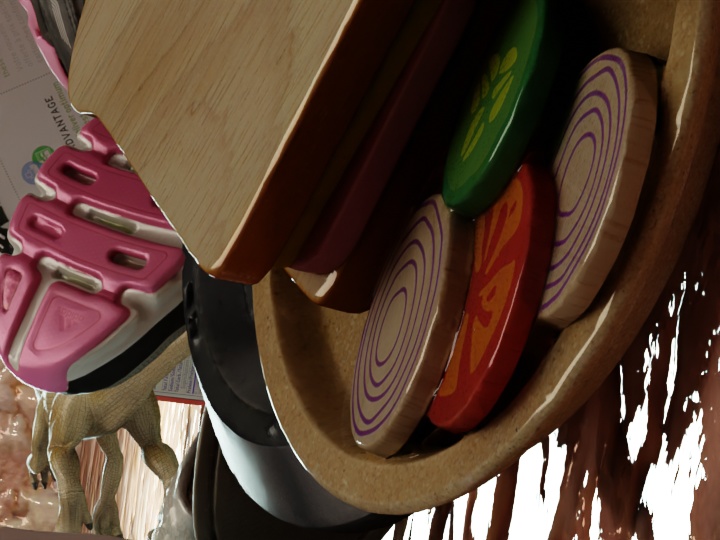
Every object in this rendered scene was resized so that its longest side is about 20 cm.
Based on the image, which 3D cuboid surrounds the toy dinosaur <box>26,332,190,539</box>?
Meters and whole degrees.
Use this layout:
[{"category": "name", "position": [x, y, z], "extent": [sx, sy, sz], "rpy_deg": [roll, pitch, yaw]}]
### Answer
[{"category": "toy dinosaur", "position": [-0.093, 0.049, 0.998], "extent": [0.200, 0.058, 0.101], "rpy_deg": [-14, 82, 63]}]

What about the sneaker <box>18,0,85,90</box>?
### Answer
[{"category": "sneaker", "position": [-0.034, -0.127, 0.709], "extent": [0.095, 0.079, 0.200], "rpy_deg": [28, 112, 53]}]

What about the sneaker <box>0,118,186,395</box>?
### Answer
[{"category": "sneaker", "position": [-0.042, -0.027, 0.902], "extent": [0.200, 0.074, 0.087], "rpy_deg": [-56, -33, -26]}]

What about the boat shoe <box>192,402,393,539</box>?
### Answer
[{"category": "boat shoe", "position": [0.000, 0.000, 0.832], "extent": [0.068, 0.072, 0.200], "rpy_deg": [-121, 50, -77]}]

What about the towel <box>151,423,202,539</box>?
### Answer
[{"category": "towel", "position": [-0.037, 0.076, 0.958], "extent": [0.200, 0.034, 0.133], "rpy_deg": [-62, -9, -55]}]

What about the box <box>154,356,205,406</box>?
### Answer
[{"category": "box", "position": [-0.051, -0.052, 1.109], "extent": [0.095, 0.103, 0.200], "rpy_deg": [-104, 21, -69]}]

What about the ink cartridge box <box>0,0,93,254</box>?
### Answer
[{"category": "ink cartridge box", "position": [-0.103, -0.086, 0.990], "extent": [0.076, 0.200, 0.148], "rpy_deg": [-108, -6, -72]}]

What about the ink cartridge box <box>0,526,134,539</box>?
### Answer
[{"category": "ink cartridge box", "position": [-0.065, 0.170, 0.844], "extent": [0.200, 0.145, 0.083], "rpy_deg": [106, 166, -51]}]

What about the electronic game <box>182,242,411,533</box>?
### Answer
[{"category": "electronic game", "position": [0.009, -0.031, 0.713], "extent": [0.200, 0.042, 0.200], "rpy_deg": [-35, 48, 51]}]

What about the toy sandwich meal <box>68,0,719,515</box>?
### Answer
[{"category": "toy sandwich meal", "position": [0.004, -0.046, 0.607], "extent": [0.205, 0.070, 0.205], "rpy_deg": [-37, 46, 50]}]
